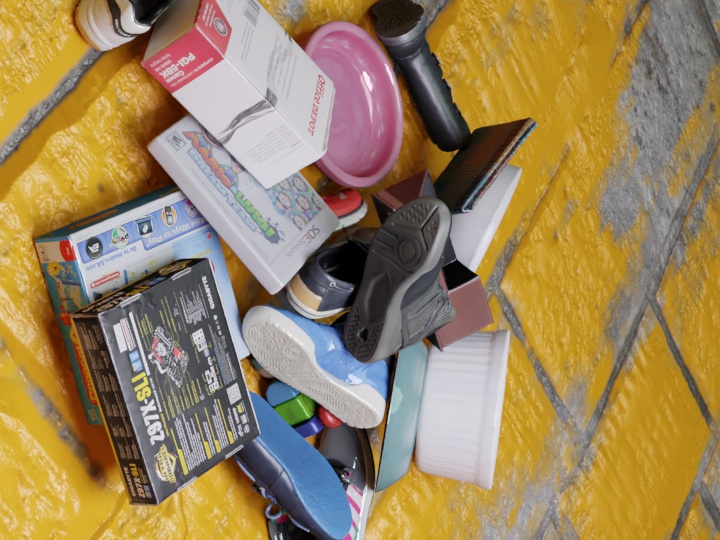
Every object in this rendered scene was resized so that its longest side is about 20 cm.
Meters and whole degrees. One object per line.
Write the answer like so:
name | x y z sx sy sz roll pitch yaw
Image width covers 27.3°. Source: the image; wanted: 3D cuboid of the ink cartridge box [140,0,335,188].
ink cartridge box | -0.125 -0.207 1.565 0.200 0.083 0.147 46 30 -28

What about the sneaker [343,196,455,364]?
sneaker | 0.060 0.004 1.573 0.114 0.076 0.199 -14 132 -49

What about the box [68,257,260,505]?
box | -0.188 0.106 1.453 0.160 0.049 0.200 -31 111 -46

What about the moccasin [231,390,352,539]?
moccasin | -0.087 0.214 1.610 0.200 0.068 0.080 54 37 -5

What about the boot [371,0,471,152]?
boot | 0.081 -0.234 1.857 0.165 0.066 0.200 -96 164 -64

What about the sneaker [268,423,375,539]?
sneaker | -0.049 0.263 1.685 0.121 0.084 0.200 18 74 -60

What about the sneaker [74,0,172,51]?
sneaker | -0.210 -0.304 1.522 0.076 0.088 0.200 48 50 -36

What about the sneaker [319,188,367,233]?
sneaker | -0.064 -0.075 1.701 0.200 0.077 0.085 -24 96 -53

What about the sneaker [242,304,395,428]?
sneaker | -0.040 0.075 1.620 0.200 0.077 0.111 38 47 -23

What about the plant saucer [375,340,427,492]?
plant saucer | 0.050 0.160 1.710 0.200 0.036 0.200 9 90 -89

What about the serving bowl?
serving bowl | 0.136 -0.055 1.906 0.200 0.066 0.200 -61 174 -12

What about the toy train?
toy train | -0.041 0.105 1.718 0.116 0.085 0.200 59 40 -8

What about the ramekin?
ramekin | 0.127 0.167 1.841 0.200 0.098 0.201 6 90 -83

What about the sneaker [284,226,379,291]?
sneaker | -0.001 -0.009 1.757 0.200 0.092 0.076 -22 104 -51

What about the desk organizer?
desk organizer | 0.087 -0.013 1.762 0.077 0.072 0.200 -26 118 -13

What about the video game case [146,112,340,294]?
video game case | -0.119 -0.090 1.577 0.200 0.024 0.182 50 30 -6

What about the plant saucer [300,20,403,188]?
plant saucer | -0.025 -0.196 1.772 0.200 0.051 0.201 14 72 -52

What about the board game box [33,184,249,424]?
board game box | -0.217 0.030 1.507 0.200 0.056 0.196 -28 109 -50

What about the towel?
towel | 0.139 -0.123 1.821 0.022 0.200 0.147 39 82 -12

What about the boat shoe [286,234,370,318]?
boat shoe | 0.000 0.000 1.622 0.075 0.062 0.200 46 34 20
